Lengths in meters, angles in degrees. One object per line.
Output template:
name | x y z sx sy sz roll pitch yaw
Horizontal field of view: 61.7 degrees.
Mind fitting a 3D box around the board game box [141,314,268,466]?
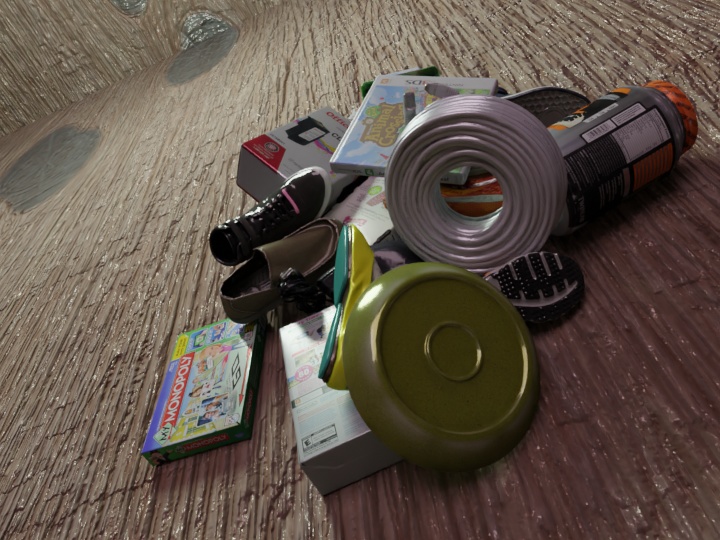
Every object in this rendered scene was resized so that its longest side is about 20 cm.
board game box | -0.192 0.142 0.774 0.133 0.029 0.201 -18 36 12

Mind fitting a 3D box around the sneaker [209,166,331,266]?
sneaker | -0.125 -0.065 0.812 0.199 0.071 0.099 -34 0 31

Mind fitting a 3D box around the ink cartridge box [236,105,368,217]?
ink cartridge box | -0.071 -0.162 0.940 0.145 0.083 0.199 37 48 17

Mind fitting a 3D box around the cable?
cable | 0.123 -0.089 0.662 0.197 0.202 0.069 14 34 15

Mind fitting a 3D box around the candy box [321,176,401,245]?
candy box | 0.053 -0.093 0.880 0.199 0.061 0.136 -40 39 -19

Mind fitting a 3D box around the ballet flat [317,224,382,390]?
ballet flat | 0.000 0.038 0.636 0.066 0.067 0.202 13 49 -8

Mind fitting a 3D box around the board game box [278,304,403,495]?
board game box | -0.003 0.116 0.652 0.146 0.065 0.201 -24 36 3

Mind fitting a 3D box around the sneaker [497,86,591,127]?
sneaker | 0.242 -0.244 0.916 0.199 0.078 0.146 1 22 12

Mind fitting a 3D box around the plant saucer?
plant saucer | 0.082 0.078 0.555 0.197 0.031 0.203 6 64 -13

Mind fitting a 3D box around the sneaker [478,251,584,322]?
sneaker | 0.144 0.030 0.656 0.197 0.075 0.080 -15 -1 -3

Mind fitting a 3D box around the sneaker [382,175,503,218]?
sneaker | 0.115 -0.075 0.759 0.198 0.078 0.073 8 39 32

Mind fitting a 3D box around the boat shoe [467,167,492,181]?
boat shoe | 0.210 -0.136 0.823 0.197 0.073 0.076 -13 24 -15

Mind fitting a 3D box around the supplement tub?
supplement tub | 0.290 -0.138 0.723 0.198 0.124 0.123 -29 34 -8

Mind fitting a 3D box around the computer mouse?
computer mouse | 0.000 0.000 0.753 0.197 0.139 0.054 -13 72 7

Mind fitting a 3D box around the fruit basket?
fruit basket | 0.069 -0.273 0.955 0.182 0.095 0.200 -11 12 7

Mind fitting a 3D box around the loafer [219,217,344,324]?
loafer | -0.102 -0.003 0.794 0.199 0.070 0.075 -38 65 -3

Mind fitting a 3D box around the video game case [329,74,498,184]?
video game case | 0.075 -0.196 0.807 0.179 0.022 0.202 9 53 22
